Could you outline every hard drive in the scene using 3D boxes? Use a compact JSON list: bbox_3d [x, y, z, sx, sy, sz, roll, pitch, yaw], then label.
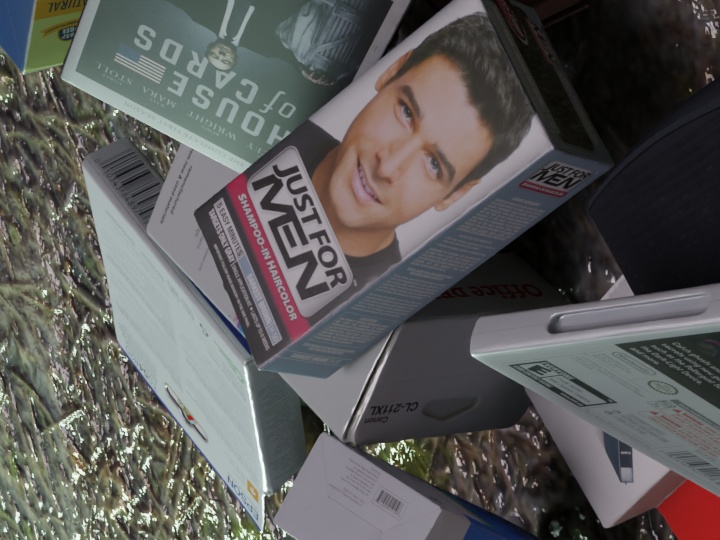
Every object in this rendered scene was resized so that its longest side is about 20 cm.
[{"bbox_3d":[0.174,-0.018,1.026,0.135,0.042,0.200,62,156,5],"label":"hard drive"}]

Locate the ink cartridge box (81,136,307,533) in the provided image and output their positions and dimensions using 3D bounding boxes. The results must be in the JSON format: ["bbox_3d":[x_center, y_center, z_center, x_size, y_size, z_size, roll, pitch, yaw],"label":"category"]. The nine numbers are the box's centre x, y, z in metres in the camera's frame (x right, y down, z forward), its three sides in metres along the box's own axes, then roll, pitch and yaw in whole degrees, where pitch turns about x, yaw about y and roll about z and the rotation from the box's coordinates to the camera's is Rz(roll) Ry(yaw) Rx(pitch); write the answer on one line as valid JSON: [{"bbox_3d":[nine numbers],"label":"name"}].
[{"bbox_3d":[-0.105,0.043,1.490,0.200,0.041,0.200,49,158,30],"label":"ink cartridge box"}]

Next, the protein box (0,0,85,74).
[{"bbox_3d":[-0.192,-0.271,1.461,0.200,0.135,0.199,49,140,31],"label":"protein box"}]

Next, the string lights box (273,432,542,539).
[{"bbox_3d":[0.059,0.161,1.257,0.103,0.200,0.059,29,89,46],"label":"string lights box"}]

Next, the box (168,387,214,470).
[{"bbox_3d":[-0.079,0.040,1.539,0.110,0.035,0.200,60,145,17],"label":"box"}]

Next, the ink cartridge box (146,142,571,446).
[{"bbox_3d":[0.000,0.000,1.295,0.200,0.146,0.083,44,122,35],"label":"ink cartridge box"}]

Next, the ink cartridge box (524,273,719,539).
[{"bbox_3d":[0.182,0.079,1.170,0.176,0.045,0.200,59,145,19],"label":"ink cartridge box"}]

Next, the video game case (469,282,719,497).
[{"bbox_3d":[0.179,0.057,1.024,0.182,0.200,0.023,-9,59,46],"label":"video game case"}]

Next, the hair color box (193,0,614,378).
[{"bbox_3d":[0.018,-0.040,1.147,0.200,0.061,0.099,-37,63,26],"label":"hair color box"}]

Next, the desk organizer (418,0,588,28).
[{"bbox_3d":[0.033,-0.208,1.208,0.200,0.072,0.077,47,153,32],"label":"desk organizer"}]

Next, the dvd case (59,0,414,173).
[{"bbox_3d":[-0.062,-0.128,1.164,0.150,0.025,0.200,28,142,-2],"label":"dvd case"}]

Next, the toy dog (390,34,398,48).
[{"bbox_3d":[0.008,-0.121,1.274,0.200,0.096,0.132,39,-175,-2],"label":"toy dog"}]

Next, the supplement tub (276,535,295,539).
[{"bbox_3d":[-0.049,0.237,1.439,0.132,0.200,0.132,30,129,45],"label":"supplement tub"}]
